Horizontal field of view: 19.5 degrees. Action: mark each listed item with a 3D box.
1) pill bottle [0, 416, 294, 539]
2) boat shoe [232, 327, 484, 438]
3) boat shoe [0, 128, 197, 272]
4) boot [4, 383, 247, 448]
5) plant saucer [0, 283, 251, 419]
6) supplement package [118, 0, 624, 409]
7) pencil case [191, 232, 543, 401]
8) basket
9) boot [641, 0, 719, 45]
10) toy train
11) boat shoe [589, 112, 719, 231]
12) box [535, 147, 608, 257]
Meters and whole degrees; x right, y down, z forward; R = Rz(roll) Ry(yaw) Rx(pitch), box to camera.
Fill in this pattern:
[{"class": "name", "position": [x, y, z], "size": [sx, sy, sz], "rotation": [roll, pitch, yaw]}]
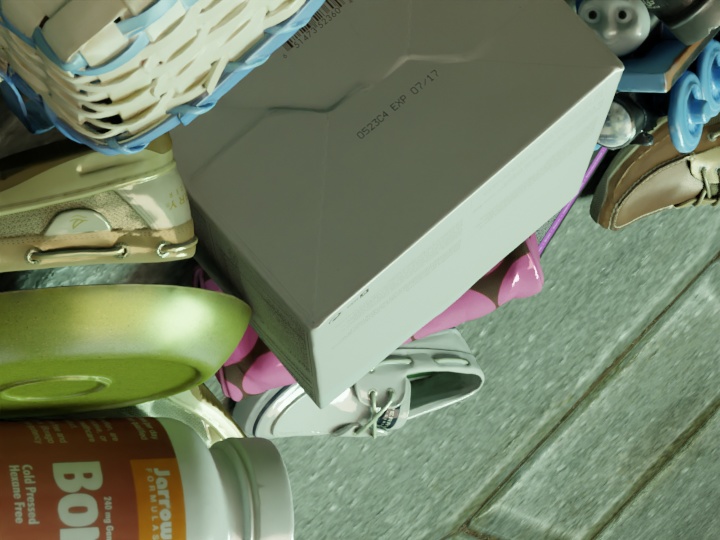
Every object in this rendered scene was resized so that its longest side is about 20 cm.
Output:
[{"class": "pill bottle", "position": [-0.141, 0.133, 1.093], "size": [0.199, 0.112, 0.112], "rotation": [-1, 136, -24]}, {"class": "boat shoe", "position": [0.007, 0.076, 1.399], "size": [0.200, 0.067, 0.074], "rotation": [-22, 146, -40]}, {"class": "boat shoe", "position": [-0.173, -0.010, 0.915], "size": [0.200, 0.063, 0.073], "rotation": [-17, -167, -6]}, {"class": "boot", "position": [-0.150, 0.115, 1.214], "size": [0.155, 0.072, 0.200], "rotation": [-44, 148, -4]}, {"class": "plant saucer", "position": [-0.150, 0.044, 1.019], "size": [0.199, 0.031, 0.200], "rotation": [-7, 168, -1]}, {"class": "supplement package", "position": [0.004, -0.061, 1.040], "size": [0.191, 0.147, 0.200], "rotation": [-40, 169, -9]}, {"class": "pencil case", "position": [0.000, 0.000, 1.185], "size": [0.199, 0.094, 0.091], "rotation": [-22, -162, 4]}, {"class": "basket", "position": [-0.085, -0.135, 0.860], "size": [0.176, 0.139, 0.200], "rotation": [-42, 169, -6]}, {"class": "boot", "position": [0.147, -0.237, 1.034], "size": [0.165, 0.200, 0.066], "rotation": [-51, -160, -9]}, {"class": "toy train", "position": [0.172, -0.143, 1.208], "size": [0.200, 0.086, 0.115], "rotation": [-44, 129, -52]}, {"class": "boat shoe", "position": [0.252, -0.083, 1.520], "size": [0.200, 0.072, 0.076], "rotation": [-33, 153, -23]}, {"class": "box", "position": [0.110, -0.065, 1.317], "size": [0.143, 0.036, 0.200], "rotation": [-58, 167, 16]}]
